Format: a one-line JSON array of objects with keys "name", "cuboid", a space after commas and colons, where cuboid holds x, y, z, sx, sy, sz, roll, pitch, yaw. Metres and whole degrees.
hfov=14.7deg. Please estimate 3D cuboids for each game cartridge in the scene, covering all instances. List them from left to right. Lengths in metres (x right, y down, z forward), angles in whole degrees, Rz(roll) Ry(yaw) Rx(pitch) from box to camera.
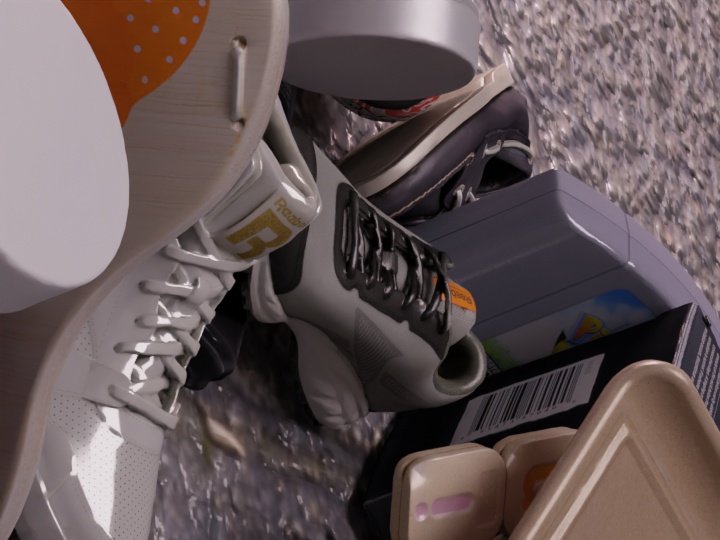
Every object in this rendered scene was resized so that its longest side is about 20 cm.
[{"name": "game cartridge", "cuboid": [0.094, 0.040, 1.261, 0.200, 0.133, 0.041, 48, 25, -39]}]

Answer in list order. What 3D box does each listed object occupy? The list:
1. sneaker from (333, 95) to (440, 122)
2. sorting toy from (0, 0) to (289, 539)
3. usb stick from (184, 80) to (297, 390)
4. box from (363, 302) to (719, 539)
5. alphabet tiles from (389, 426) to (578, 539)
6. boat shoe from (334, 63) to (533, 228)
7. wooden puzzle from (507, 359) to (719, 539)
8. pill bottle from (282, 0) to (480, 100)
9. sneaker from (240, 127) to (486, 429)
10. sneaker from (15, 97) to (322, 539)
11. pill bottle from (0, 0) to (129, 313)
[{"name": "sneaker", "cuboid": [-0.030, -0.150, 1.231, 0.202, 0.067, 0.108, 54, -2, 5]}, {"name": "sorting toy", "cuboid": [-0.103, -0.016, 0.801, 0.200, 0.106, 0.181, -136, -124, -72]}, {"name": "usb stick", "cuboid": [-0.057, -0.036, 1.124, 0.056, 0.032, 0.201, 50, 32, -31]}, {"name": "box", "cuboid": [0.114, 0.139, 1.211, 0.201, 0.147, 0.104, 65, 22, -16]}, {"name": "alphabet tiles", "cuboid": [0.047, 0.162, 1.085, 0.195, 0.015, 0.201, -8, 107, -40]}, {"name": "boat shoe", "cuboid": [0.042, -0.046, 1.286, 0.063, 0.072, 0.200, 64, 21, -7]}, {"name": "wooden puzzle", "cuboid": [0.091, 0.163, 1.062, 0.200, 0.037, 0.185, -50, 127, -27]}, {"name": "pill bottle", "cuboid": [0.009, -0.176, 1.125, 0.112, 0.112, 0.201, 26, 63, -57]}, {"name": "sneaker", "cuboid": [0.000, 0.000, 1.101, 0.200, 0.079, 0.074, 59, 31, -61]}, {"name": "sneaker", "cuboid": [-0.069, 0.006, 0.973, 0.074, 0.115, 0.201, 33, 46, -55]}, {"name": "pill bottle", "cuboid": [-0.162, -0.008, 0.690, 0.112, 0.199, 0.113, 44, 36, -45]}]
